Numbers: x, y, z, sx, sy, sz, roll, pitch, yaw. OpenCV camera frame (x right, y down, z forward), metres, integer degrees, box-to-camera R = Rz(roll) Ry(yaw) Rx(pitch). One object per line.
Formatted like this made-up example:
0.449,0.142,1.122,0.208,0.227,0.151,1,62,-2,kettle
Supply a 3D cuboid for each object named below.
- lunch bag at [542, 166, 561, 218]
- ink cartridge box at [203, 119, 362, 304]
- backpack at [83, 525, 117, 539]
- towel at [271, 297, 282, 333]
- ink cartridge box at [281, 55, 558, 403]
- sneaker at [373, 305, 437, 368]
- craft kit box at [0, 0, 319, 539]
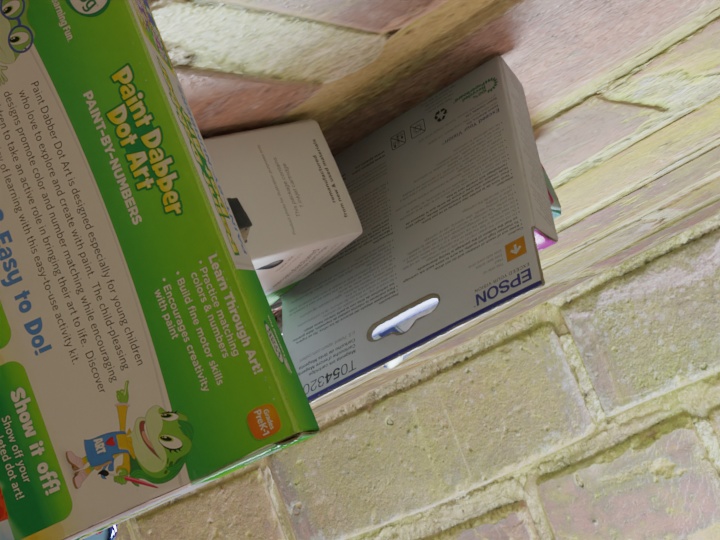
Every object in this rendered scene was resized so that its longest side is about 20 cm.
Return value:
0.087,-0.049,1.072,0.159,0.078,0.200,-28,170,18,lunch bag
-0.122,-0.011,0.738,0.198,0.085,0.146,-17,168,-39,ink cartridge box
-0.194,0.086,0.614,0.180,0.136,0.201,4,145,10,backpack
-0.117,0.035,0.962,0.189,0.033,0.200,-26,-165,8,towel
0.032,-0.018,0.796,0.195,0.202,0.043,-28,136,26,ink cartridge box
0.000,0.000,0.895,0.088,0.075,0.200,-45,-151,-1,sneaker
-0.141,0.006,0.446,0.195,0.202,0.049,-24,171,7,craft kit box
